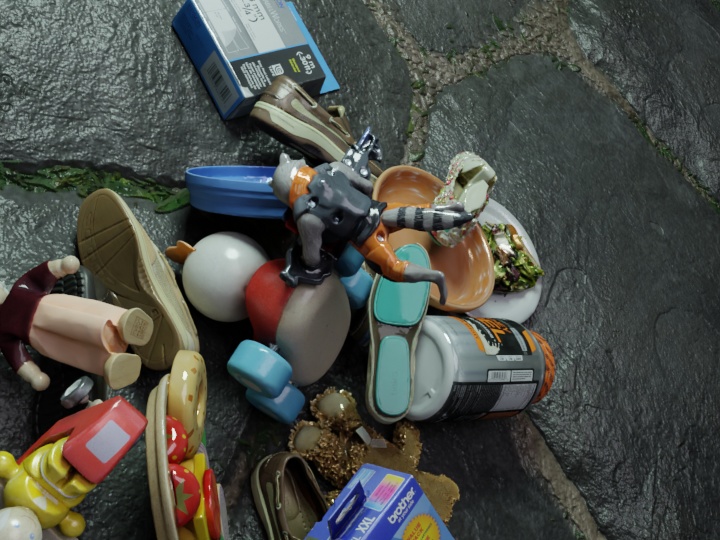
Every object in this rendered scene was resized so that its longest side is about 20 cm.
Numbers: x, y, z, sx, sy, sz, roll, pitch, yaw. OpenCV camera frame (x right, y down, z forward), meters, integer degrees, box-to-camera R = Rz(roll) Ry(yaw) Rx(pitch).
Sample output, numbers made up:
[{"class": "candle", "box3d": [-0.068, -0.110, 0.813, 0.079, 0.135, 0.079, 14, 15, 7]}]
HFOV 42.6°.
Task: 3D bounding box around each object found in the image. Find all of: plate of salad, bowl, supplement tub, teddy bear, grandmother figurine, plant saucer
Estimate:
[{"class": "plate of salad", "box3d": [0.175, -0.020, 1.250, 0.200, 0.048, 0.201, 15, 61, -29]}, {"class": "bowl", "box3d": [-0.091, -0.087, 1.015, 0.200, 0.200, 0.039, -5, 104, -36]}, {"class": "supplement tub", "box3d": [0.133, 0.116, 1.096, 0.200, 0.122, 0.123, 5, 65, -43]}, {"class": "teddy bear", "box3d": [0.010, 0.218, 1.018, 0.200, 0.067, 0.145, 27, 45, -13]}, {"class": "grandmother figurine", "box3d": [-0.284, 0.043, 0.829, 0.061, 0.200, 0.122, 56, 48, -60]}, {"class": "plant saucer", "box3d": [0.082, -0.035, 1.125, 0.200, 0.037, 0.200, 27, 45, -31]}]

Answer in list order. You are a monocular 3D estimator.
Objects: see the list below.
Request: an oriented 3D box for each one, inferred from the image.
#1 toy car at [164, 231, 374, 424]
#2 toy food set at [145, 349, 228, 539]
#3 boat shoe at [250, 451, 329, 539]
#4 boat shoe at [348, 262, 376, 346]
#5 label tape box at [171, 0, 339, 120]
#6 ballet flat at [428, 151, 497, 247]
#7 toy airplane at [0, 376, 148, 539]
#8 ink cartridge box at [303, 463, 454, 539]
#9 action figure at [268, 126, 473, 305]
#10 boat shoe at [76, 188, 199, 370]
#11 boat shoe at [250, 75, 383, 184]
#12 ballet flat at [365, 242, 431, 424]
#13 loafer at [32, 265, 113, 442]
[{"class": "toy car", "box3d": [-0.116, 0.025, 0.982, 0.200, 0.177, 0.185, 27, 70, 16]}, {"class": "toy food set", "box3d": [-0.154, 0.189, 0.841, 0.049, 0.198, 0.200, -8, 30, -5]}, {"class": "boat shoe", "box3d": [-0.051, 0.279, 0.928, 0.075, 0.075, 0.203, -19, 80, -39]}, {"class": "boat shoe", "box3d": [0.000, 0.000, 1.111, 0.072, 0.072, 0.200, 24, 46, -17]}, {"class": "label tape box", "box3d": [-0.115, -0.285, 1.168, 0.200, 0.063, 0.144, -25, 84, -39]}, {"class": "ballet flat", "box3d": [0.138, -0.098, 1.151, 0.076, 0.064, 0.200, 42, 38, -14]}, {"class": "toy airplane", "box3d": [-0.275, 0.189, 0.736, 0.199, 0.200, 0.141, 5, 19, -5]}, {"class": "ink cartridge box", "box3d": [0.020, 0.285, 0.896, 0.136, 0.076, 0.200, -48, 118, -30]}, {"class": "action figure", "box3d": [0.009, -0.071, 0.882, 0.193, 0.105, 0.200, 18, 61, 0]}, {"class": "boat shoe", "box3d": [-0.228, 0.010, 0.952, 0.200, 0.071, 0.065, 65, 15, 9]}, {"class": "boat shoe", "box3d": [-0.034, -0.164, 1.119, 0.202, 0.075, 0.075, 31, 82, -38]}, {"class": "ballet flat", "box3d": [0.033, 0.067, 1.017, 0.067, 0.062, 0.200, 13, 78, -11]}, {"class": "loafer", "box3d": [-0.256, 0.096, 0.876, 0.071, 0.073, 0.201, 24, 62, -59]}]
